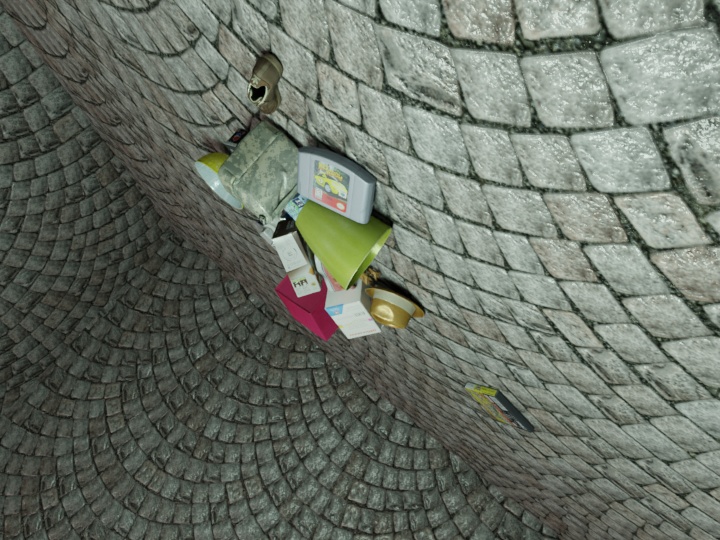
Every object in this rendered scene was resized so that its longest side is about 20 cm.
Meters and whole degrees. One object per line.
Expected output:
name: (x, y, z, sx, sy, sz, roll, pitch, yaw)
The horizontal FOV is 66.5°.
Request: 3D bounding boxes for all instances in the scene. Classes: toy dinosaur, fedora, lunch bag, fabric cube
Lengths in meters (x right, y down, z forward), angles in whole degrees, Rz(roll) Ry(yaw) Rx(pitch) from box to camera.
toy dinosaur: (0.000, 0.000, 1.666, 0.105, 0.061, 0.201, 24, 157, 47)
fedora: (0.093, 0.122, 1.658, 0.197, 0.083, 0.201, 23, 165, 6)
lunch bag: (-0.224, -0.230, 1.336, 0.166, 0.201, 0.140, 36, 165, 15)
fabric cube: (-0.157, 0.092, 2.005, 0.194, 0.201, 0.201, 30, 159, 33)

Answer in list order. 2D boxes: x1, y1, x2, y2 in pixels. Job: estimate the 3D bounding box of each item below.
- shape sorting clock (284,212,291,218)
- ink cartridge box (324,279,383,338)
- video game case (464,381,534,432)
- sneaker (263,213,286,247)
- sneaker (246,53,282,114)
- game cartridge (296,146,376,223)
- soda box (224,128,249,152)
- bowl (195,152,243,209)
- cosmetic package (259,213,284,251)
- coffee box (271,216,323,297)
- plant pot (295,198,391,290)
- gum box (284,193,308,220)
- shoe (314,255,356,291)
shape sorting clock: (-0.185, -0.117, 1.754, 0.202, 0.039, 0.200, 54, 171, 13)
ink cartridge box: (-0.013, 0.121, 1.801, 0.126, 0.127, 0.201, -13, 137, 21)
video game case: (0.466, 0.460, 1.859, 0.200, 0.026, 0.180, 45, 163, -16)
sneaker: (-0.236, -0.084, 1.744, 0.202, 0.088, 0.074, 56, 169, -7)
sneaker: (-0.213, -0.377, 1.156, 0.070, 0.076, 0.200, 40, 163, -1)
game cartridge: (-0.059, -0.199, 1.242, 0.197, 0.041, 0.135, 26, 134, 17)
soda box: (-0.293, -0.299, 1.554, 0.070, 0.064, 0.201, 23, 155, 44)
bowl: (-0.410, -0.302, 1.723, 0.198, 0.108, 0.201, 36, 163, 13)
cosmetic package: (-0.238, -0.095, 1.883, 0.200, 0.102, 0.074, 44, 162, -15)
coffee box: (-0.180, -0.043, 1.614, 0.115, 0.078, 0.203, -88, -20, -59)
plant pot: (-0.055, -0.089, 1.337, 0.199, 0.188, 0.188, 38, 163, 6)
gum box: (-0.113, -0.129, 1.488, 0.200, 0.045, 0.169, 47, 163, -17)
shoe: (-0.072, -0.006, 1.652, 0.089, 0.073, 0.202, -5, 143, 13)
